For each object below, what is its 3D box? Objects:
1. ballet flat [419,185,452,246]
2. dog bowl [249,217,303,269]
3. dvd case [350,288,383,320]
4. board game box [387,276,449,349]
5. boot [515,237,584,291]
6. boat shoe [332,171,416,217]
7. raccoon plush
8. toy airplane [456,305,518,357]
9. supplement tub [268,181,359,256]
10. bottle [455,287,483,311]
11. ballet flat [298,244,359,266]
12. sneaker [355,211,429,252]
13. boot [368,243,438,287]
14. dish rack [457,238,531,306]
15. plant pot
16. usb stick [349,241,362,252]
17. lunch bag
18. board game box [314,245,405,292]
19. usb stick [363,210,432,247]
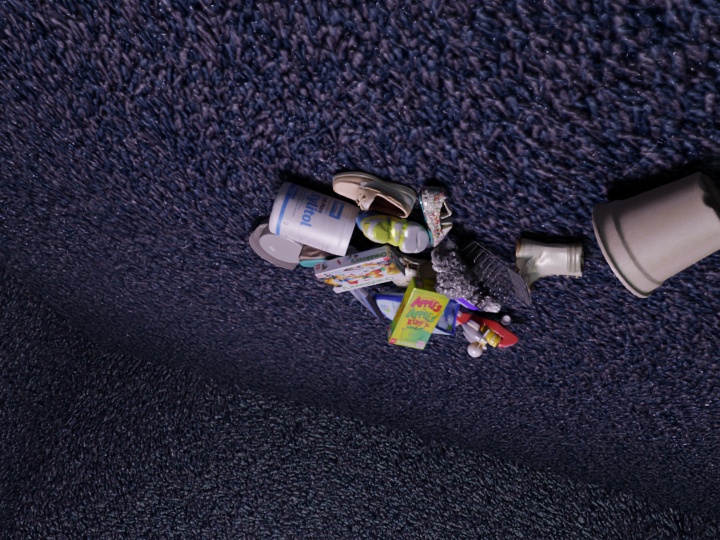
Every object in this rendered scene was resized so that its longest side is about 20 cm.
[{"bbox_3d":[0.179,-0.119,1.253,0.063,0.076,0.200,-8,150,12],"label":"ballet flat"},{"bbox_3d":[-0.215,-0.078,1.564,0.198,0.059,0.201,14,151,8],"label":"dog bowl"},{"bbox_3d":[-0.017,0.055,1.614,0.200,0.018,0.143,41,170,37],"label":"dvd case"},{"bbox_3d":[0.150,0.114,1.428,0.101,0.048,0.201,13,127,-11],"label":"board game box"},{"bbox_3d":[0.450,-0.004,1.302,0.153,0.073,0.200,3,149,20],"label":"boot"},{"bbox_3d":[0.026,-0.170,1.247,0.198,0.070,0.074,13,152,8],"label":"boat shoe"},{"bbox_3d":[0.254,0.004,1.300,0.198,0.097,0.135,18,149,21],"label":"raccoon plush"},{"bbox_3d":[0.339,0.182,1.618,0.199,0.142,0.198,21,170,-31],"label":"toy airplane"},{"bbox_3d":[-0.113,-0.126,1.341,0.198,0.133,0.132,18,152,-2],"label":"supplement tub"},{"bbox_3d":[0.292,0.060,1.488,0.065,0.084,0.199,-40,140,17],"label":"bottle"},{"bbox_3d":[-0.066,-0.046,1.425,0.198,0.068,0.068,3,157,10],"label":"ballet flat"},{"bbox_3d":[0.072,-0.102,1.297,0.199,0.076,0.105,16,-165,-41],"label":"sneaker"},{"bbox_3d":[0.118,-0.018,1.445,0.154,0.073,0.199,36,155,-30],"label":"boot"},{"bbox_3d":[0.326,0.013,1.324,0.200,0.054,0.154,44,173,42],"label":"dish rack"},{"bbox_3d":[0.564,-0.078,1.001,0.200,0.202,0.183,32,137,-26],"label":"plant pot"},{"bbox_3d":[-0.057,-0.077,1.485,0.055,0.033,0.200,-10,142,45],"label":"usb stick"},{"bbox_3d":[0.156,0.103,1.564,0.199,0.129,0.169,18,168,-37],"label":"lunch bag"},{"bbox_3d":[0.000,0.000,1.371,0.198,0.035,0.126,-14,152,21],"label":"board game box"},{"bbox_3d":[0.099,-0.112,1.348,0.199,0.033,0.055,27,150,-18],"label":"usb stick"}]
